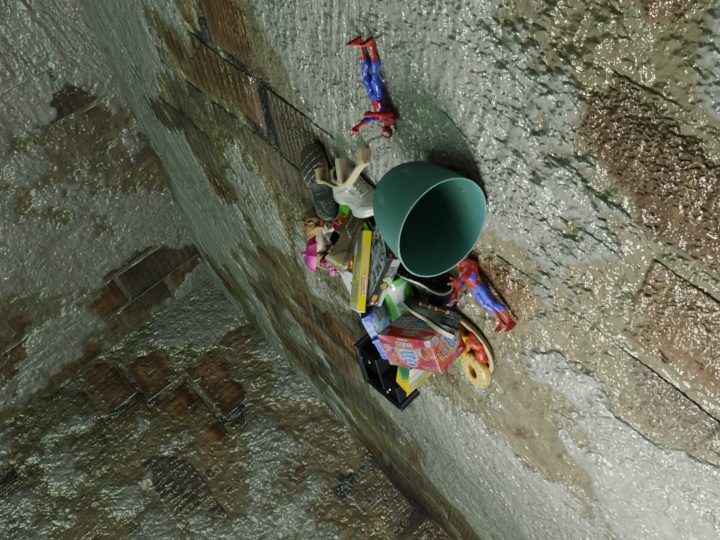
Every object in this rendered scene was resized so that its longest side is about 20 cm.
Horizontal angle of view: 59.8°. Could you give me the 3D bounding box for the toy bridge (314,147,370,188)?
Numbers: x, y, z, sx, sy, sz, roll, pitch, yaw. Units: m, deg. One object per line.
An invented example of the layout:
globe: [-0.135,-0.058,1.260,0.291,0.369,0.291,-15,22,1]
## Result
toy bridge: [-0.041,-0.230,1.475,0.199,0.027,0.068,-11,85,52]

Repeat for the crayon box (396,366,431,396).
crayon box: [0.165,0.270,1.796,0.052,0.125,0.201,43,157,23]

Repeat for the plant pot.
plant pot: [0.116,-0.117,1.204,0.161,0.199,0.202,47,162,46]

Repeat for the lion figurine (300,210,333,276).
lion figurine: [-0.127,-0.080,1.861,0.121,0.072,0.204,-5,86,38]

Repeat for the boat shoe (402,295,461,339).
boat shoe: [0.167,0.095,1.466,0.073,0.064,0.201,24,-177,-29]

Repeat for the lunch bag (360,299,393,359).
lunch bag: [0.052,0.134,1.726,0.201,0.093,0.152,-84,-28,-57]

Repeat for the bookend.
bookend: [0.089,0.337,2.116,0.199,0.092,0.200,34,152,38]

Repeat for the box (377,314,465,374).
box: [0.149,0.179,1.557,0.199,0.099,0.097,-1,119,53]

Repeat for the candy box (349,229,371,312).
candy box: [0.000,0.000,1.591,0.102,0.026,0.204,-169,84,-76]

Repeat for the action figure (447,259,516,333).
action figure: [0.237,0.058,1.330,0.202,0.098,0.065,57,158,-5]

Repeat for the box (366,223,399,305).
box: [0.048,-0.024,1.540,0.201,0.039,0.139,110,158,-51]

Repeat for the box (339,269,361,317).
box: [0.016,0.063,1.878,0.116,0.060,0.202,24,145,52]

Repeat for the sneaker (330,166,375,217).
sneaker: [-0.013,-0.191,1.511,0.199,0.075,0.101,31,147,44]

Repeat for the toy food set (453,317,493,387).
toy food set: [0.256,0.193,1.586,0.197,0.048,0.201,38,155,35]

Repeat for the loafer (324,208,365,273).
loafer: [-0.038,-0.093,1.572,0.067,0.202,0.076,21,147,-12]

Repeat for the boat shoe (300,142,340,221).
boat shoe: [-0.102,-0.231,1.632,0.074,0.074,0.203,-48,-54,-69]

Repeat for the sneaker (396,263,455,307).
sneaker: [0.147,0.026,1.524,0.199,0.076,0.088,37,160,36]

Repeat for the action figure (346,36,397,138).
action figure: [0.010,-0.333,1.212,0.065,0.099,0.202,28,151,49]

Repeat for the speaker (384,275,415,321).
speaker: [0.109,0.083,1.675,0.088,0.088,0.202,29,149,47]

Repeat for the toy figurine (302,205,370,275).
toy figurine: [-0.060,-0.052,1.682,0.200,0.183,0.151,45,158,17]
